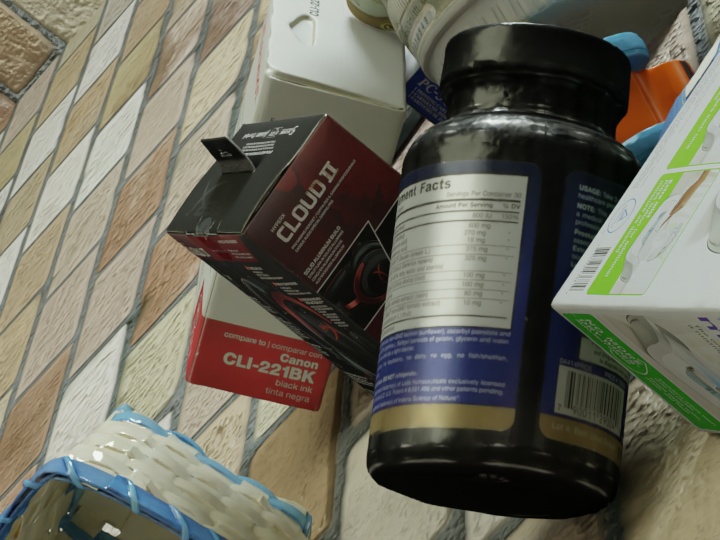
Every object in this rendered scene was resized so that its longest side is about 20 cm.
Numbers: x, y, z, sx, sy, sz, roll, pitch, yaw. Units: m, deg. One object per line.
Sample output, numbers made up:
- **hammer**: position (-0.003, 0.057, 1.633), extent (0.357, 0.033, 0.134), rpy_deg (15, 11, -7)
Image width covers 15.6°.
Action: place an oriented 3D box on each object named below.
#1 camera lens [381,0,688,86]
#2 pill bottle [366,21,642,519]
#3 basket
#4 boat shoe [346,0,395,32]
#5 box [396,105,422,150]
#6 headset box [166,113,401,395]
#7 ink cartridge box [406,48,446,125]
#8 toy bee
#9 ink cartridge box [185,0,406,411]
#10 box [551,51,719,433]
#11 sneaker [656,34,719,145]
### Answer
- **camera lens**: position (0.068, -0.203, 1.382), extent (0.159, 0.201, 0.160), rpy_deg (-24, -17, -8)
- **pill bottle**: position (0.068, 0.000, 1.150), extent (0.112, 0.111, 0.202), rpy_deg (-22, 57, 61)
- **basket**: position (-0.116, 0.175, 1.317), extent (0.140, 0.176, 0.200), rpy_deg (-60, -4, 29)
- **boat shoe**: position (0.086, -0.168, 1.498), extent (0.066, 0.198, 0.075), rpy_deg (121, 150, -65)
- **box**: position (-0.003, -0.112, 1.853), extent (0.201, 0.046, 0.159), rpy_deg (-54, 15, -9)
- **headset box**: position (0.000, 0.000, 1.303), extent (0.075, 0.200, 0.149), rpy_deg (-54, 15, -10)
- **ink cartridge box**: position (0.065, -0.127, 1.601), extent (0.044, 0.094, 0.200), rpy_deg (-48, 16, 16)
- **toy bee**: position (0.135, -0.062, 1.277), extent (0.109, 0.198, 0.132), rpy_deg (89, 177, -72)
- **ink cartridge box**: position (-0.037, -0.045, 1.510), extent (0.145, 0.083, 0.201), rpy_deg (-89, 13, -62)
- **box**: position (0.192, -0.040, 1.031), extent (0.201, 0.097, 0.176), rpy_deg (-55, 16, -13)
- **sneaker**: position (0.187, -0.090, 1.165), extent (0.082, 0.074, 0.201), rpy_deg (105, -168, -61)
